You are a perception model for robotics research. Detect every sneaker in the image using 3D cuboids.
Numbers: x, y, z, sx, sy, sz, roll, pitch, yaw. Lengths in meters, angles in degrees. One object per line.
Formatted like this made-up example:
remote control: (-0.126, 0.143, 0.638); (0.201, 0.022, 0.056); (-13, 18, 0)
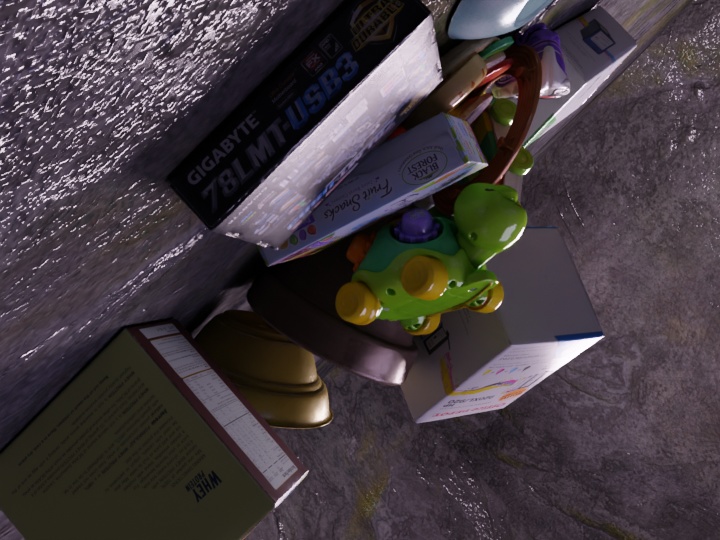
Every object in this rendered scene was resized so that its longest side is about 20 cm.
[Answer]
sneaker: (0.203, -0.241, 1.194); (0.079, 0.085, 0.200); (-1, -174, -5)

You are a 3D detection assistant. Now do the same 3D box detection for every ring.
ring: (0.130, -0.156, 1.123); (0.201, 0.019, 0.202); (-50, -153, 37)

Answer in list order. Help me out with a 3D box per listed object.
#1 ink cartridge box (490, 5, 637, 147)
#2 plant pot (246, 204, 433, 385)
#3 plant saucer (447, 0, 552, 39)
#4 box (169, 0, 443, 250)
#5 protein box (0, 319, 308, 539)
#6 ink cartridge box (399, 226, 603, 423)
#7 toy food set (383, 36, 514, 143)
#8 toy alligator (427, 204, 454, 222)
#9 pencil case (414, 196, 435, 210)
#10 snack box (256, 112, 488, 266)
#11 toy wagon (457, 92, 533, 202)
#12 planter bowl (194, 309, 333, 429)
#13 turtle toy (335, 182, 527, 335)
ink cartridge box: (0.284, -0.274, 1.448); (0.199, 0.088, 0.145); (-34, 170, -47)
plant pot: (0.000, 0.000, 1.112); (0.176, 0.199, 0.200); (-61, 171, 8)
plant saucer: (0.160, -0.266, 0.901); (0.201, 0.039, 0.201); (-43, 175, -5)
box: (-0.027, -0.104, 0.741); (0.200, 0.050, 0.198); (-44, 175, 5)
protein box: (-0.192, 0.188, 0.943); (0.198, 0.200, 0.135); (-44, 174, 8)
ink cartridge box: (0.142, 0.063, 1.176); (0.146, 0.146, 0.200); (-3, 152, -34)
toy food set: (0.080, -0.162, 1.045); (0.198, 0.049, 0.200); (-37, 171, -47)
toy alligator: (0.083, -0.024, 1.220); (0.059, 0.055, 0.201); (-14, 154, -16)
pencil case: (0.023, -0.049, 1.288); (0.083, 0.091, 0.200); (5, 134, -52)
snack box: (0.009, -0.072, 0.929); (0.198, 0.053, 0.142); (-27, 179, 15)
toy wagon: (0.142, -0.130, 1.201); (0.039, 0.202, 0.156); (1, 148, -17)
planter bowl: (-0.114, 0.095, 1.110); (0.200, 0.198, 0.085); (-19, 126, -76)
turtle toy: (0.070, -0.012, 0.967); (0.198, 0.102, 0.145); (-23, 159, 31)
